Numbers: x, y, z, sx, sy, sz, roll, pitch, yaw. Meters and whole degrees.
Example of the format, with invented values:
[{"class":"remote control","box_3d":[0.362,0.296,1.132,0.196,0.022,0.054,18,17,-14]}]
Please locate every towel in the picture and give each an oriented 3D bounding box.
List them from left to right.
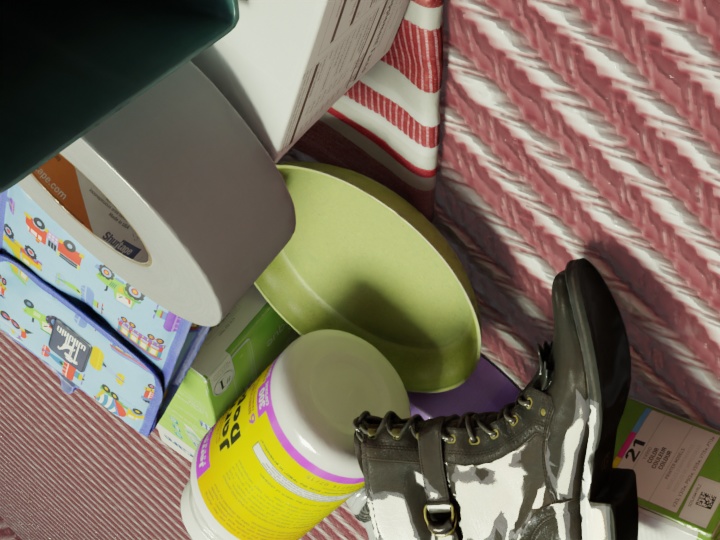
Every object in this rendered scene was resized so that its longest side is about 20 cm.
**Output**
[{"class":"towel","box_3d":[-0.014,-0.118,0.767,0.143,0.023,0.201,32,153,20]}]

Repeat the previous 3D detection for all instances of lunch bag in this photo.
[{"class":"lunch bag","box_3d":[-0.173,0.013,0.873,0.150,0.094,0.201,33,132,4]}]

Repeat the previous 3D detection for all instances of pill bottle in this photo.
[{"class":"pill bottle","box_3d":[-0.055,0.132,0.918,0.104,0.104,0.200,42,133,-1]}]

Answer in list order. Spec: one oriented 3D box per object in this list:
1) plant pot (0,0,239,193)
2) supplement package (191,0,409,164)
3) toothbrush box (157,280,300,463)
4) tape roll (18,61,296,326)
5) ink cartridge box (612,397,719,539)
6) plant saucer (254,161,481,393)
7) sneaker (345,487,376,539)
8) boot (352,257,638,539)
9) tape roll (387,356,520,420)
[{"class":"plant pot","box_3d":[-0.176,-0.160,0.540,0.199,0.141,0.142,30,146,32]},{"class":"supplement package","box_3d":[-0.070,-0.185,0.617,0.199,0.111,0.156,38,147,7]},{"class":"toothbrush box","box_3d":[-0.096,0.061,1.029,0.086,0.146,0.201,32,153,18]},{"class":"tape roll","box_3d":[-0.128,-0.062,0.684,0.199,0.066,0.201,37,161,15]},{"class":"ink cartridge box","box_3d":[0.164,0.151,0.861,0.198,0.076,0.149,21,148,34]},{"class":"plant saucer","box_3d":[0.000,0.000,0.861,0.198,0.031,0.201,26,146,19]},{"class":"sneaker","box_3d":[0.055,0.201,0.916,0.116,0.075,0.200,61,169,-26]},{"class":"boot","box_3d":[0.072,0.097,0.777,0.172,0.069,0.203,-2,94,28]},{"class":"tape roll","box_3d":[0.055,0.126,1.007,0.199,0.066,0.201,34,155,19]}]
